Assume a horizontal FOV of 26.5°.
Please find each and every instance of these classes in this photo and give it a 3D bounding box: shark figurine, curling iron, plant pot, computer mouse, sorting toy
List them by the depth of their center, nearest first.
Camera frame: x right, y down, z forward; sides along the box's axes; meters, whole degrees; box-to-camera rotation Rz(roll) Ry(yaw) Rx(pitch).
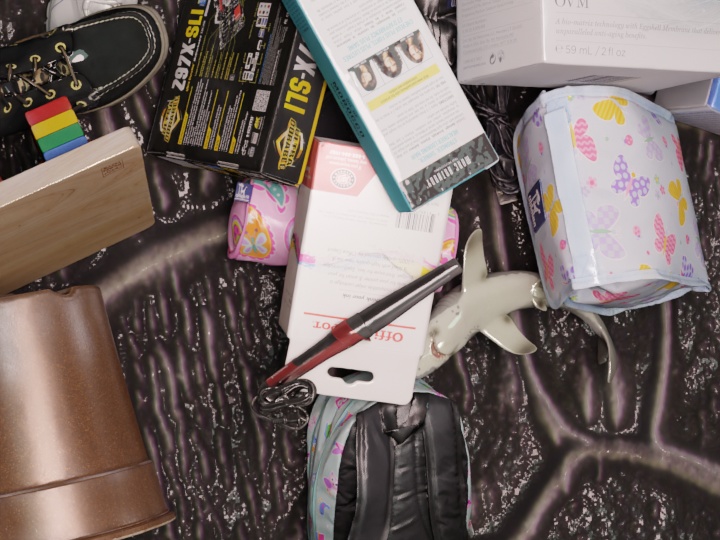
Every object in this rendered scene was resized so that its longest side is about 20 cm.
[{"bbox_3d":[-0.001,0.056,1.203,0.200,0.026,0.050,-38,68,-5],"label":"curling iron"},{"bbox_3d":[-0.272,-0.053,1.209,0.199,0.199,0.070,-26,78,-11],"label":"sorting toy"},{"bbox_3d":[-0.265,0.122,1.220,0.199,0.200,0.200,-11,87,-12],"label":"plant pot"},{"bbox_3d":[0.043,-0.116,1.338,0.199,0.053,0.139,-6,74,-18],"label":"computer mouse"},{"bbox_3d":[0.135,0.031,1.351,0.213,0.089,0.129,2,90,-23],"label":"shark figurine"}]

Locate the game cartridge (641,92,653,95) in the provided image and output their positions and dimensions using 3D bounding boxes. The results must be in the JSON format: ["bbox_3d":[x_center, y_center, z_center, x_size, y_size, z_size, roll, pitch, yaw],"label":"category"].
[{"bbox_3d":[0.226,-0.271,1.384,0.132,0.042,0.201,12,90,-17],"label":"game cartridge"}]

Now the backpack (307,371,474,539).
[{"bbox_3d":[0.020,0.187,1.306,0.166,0.126,0.202,-6,104,-26],"label":"backpack"}]

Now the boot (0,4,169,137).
[{"bbox_3d":[-0.260,-0.144,1.184,0.202,0.154,0.074,-18,97,21],"label":"boot"}]

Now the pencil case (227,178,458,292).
[{"bbox_3d":[-0.017,-0.036,1.315,0.199,0.087,0.088,11,90,-12],"label":"pencil case"}]

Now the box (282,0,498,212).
[{"bbox_3d":[0.020,-0.151,1.172,0.082,0.049,0.201,-30,97,-10],"label":"box"}]

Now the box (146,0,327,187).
[{"bbox_3d":[-0.090,-0.178,1.255,0.049,0.159,0.201,15,88,-42],"label":"box"}]

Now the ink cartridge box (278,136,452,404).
[{"bbox_3d":[0.000,0.000,1.244,0.116,0.067,0.201,9,97,-12],"label":"ink cartridge box"}]

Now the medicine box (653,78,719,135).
[{"bbox_3d":[0.390,-0.204,1.379,0.199,0.103,0.183,15,89,-19],"label":"medicine box"}]

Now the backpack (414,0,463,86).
[{"bbox_3d":[0.074,-0.270,1.285,0.182,0.147,0.201,-29,104,-23],"label":"backpack"}]

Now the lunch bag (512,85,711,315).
[{"bbox_3d":[0.202,-0.057,1.284,0.126,0.200,0.171,-15,79,25],"label":"lunch bag"}]

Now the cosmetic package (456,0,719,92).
[{"bbox_3d":[0.185,-0.249,1.192,0.198,0.123,0.202,-2,89,-30],"label":"cosmetic package"}]

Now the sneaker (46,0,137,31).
[{"bbox_3d":[-0.210,-0.247,1.261,0.074,0.087,0.201,16,90,-15],"label":"sneaker"}]
